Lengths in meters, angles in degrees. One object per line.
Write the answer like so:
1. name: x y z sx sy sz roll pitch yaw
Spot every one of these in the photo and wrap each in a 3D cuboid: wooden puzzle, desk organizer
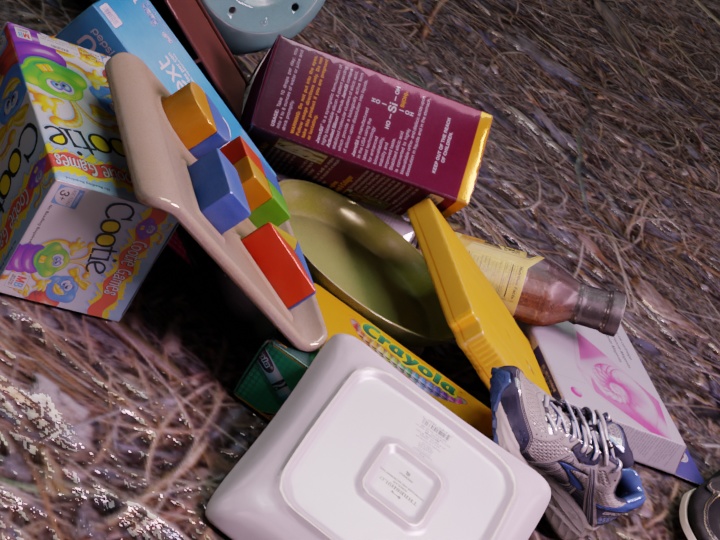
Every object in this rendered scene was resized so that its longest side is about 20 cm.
1. wooden puzzle: -0.095 -0.057 1.164 0.200 0.046 0.186 44 17 -40
2. desk organizer: -0.174 -0.208 1.361 0.201 0.071 0.077 59 15 -28

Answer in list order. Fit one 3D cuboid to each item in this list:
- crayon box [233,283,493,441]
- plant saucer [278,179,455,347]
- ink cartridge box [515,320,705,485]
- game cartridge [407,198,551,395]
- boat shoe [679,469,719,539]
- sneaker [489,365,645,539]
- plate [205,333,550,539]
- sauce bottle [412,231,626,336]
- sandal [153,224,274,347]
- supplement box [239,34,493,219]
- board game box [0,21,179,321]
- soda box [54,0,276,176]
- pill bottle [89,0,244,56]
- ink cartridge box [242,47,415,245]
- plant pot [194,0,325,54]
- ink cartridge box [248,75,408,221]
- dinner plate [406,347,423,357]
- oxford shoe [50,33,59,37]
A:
1. crayon box: 0.014 0.106 1.212 0.199 0.058 0.119 35 25 0
2. plant saucer: 0.000 0.000 1.346 0.199 0.031 0.200 33 21 -14
3. ink cartridge box: 0.232 0.101 1.518 0.199 0.043 0.197 20 29 -27
4. game cartridge: 0.110 0.059 1.346 0.200 0.032 0.177 52 13 -36
5. boat shoe: 0.337 0.206 1.431 0.072 0.068 0.200 51 30 7
6. sneaker: 0.161 0.129 1.227 0.200 0.085 0.078 51 29 -43
7. plate: 0.023 0.152 1.095 0.199 0.032 0.200 36 47 2
8. sauce bottle: 0.142 0.014 1.467 0.198 0.066 0.066 17 26 0
9. sandal: -0.136 -0.022 1.264 0.200 0.045 0.075 43 26 14
10. supplement box: -0.001 -0.117 1.388 0.198 0.086 0.110 19 -14 -10
11. board game box: -0.220 -0.075 1.180 0.102 0.105 0.201 16 31 -35
12. soda box: -0.161 -0.129 1.307 0.201 0.068 0.064 54 37 -9
13. pill bottle: -0.188 -0.291 1.590 0.199 0.113 0.113 23 27 -25
14. ink cartridge box: -0.027 -0.103 1.469 0.199 0.110 0.050 31 -18 -10
15. plant pot: -0.113 -0.289 1.469 0.199 0.202 0.161 22 7 -25
16. ink cartridge box: -0.031 -0.125 1.579 0.199 0.044 0.174 33 24 -5
17. dinner plate: -0.024 0.007 1.382 0.199 0.024 0.201 29 26 -16
18. oxford shoe: -0.230 -0.150 1.344 0.073 0.071 0.200 46 26 11
